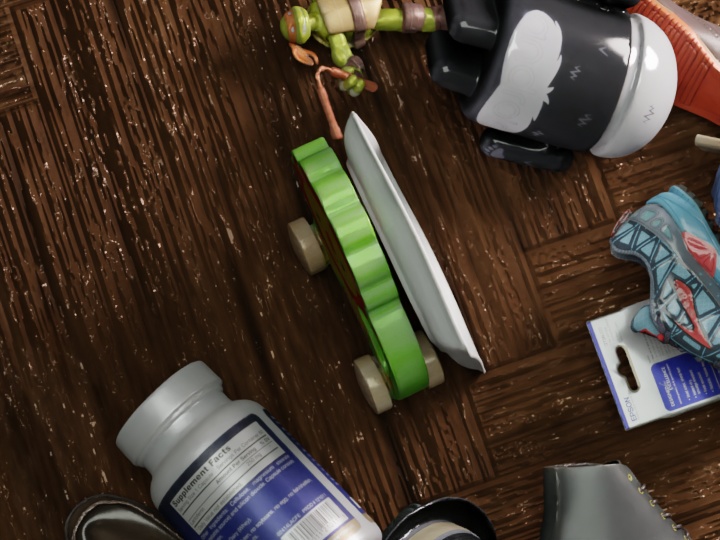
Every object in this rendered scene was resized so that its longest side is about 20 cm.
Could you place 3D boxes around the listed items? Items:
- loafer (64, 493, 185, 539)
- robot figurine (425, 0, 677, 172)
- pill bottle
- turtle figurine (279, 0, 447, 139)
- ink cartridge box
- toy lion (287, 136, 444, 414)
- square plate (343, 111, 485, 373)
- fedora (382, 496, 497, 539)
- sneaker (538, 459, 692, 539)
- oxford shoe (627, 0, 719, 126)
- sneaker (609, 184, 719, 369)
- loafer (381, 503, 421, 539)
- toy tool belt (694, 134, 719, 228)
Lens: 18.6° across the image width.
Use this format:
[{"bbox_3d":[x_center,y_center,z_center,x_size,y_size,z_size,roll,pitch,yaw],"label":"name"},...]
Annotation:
[{"bbox_3d":[-0.142,0.240,1.700,0.200,0.071,0.073,34,79,5],"label":"loafer"},{"bbox_3d":[0.154,-0.164,1.757,0.199,0.150,0.125,15,68,-12],"label":"robot figurine"},{"bbox_3d":[-0.089,0.172,1.691,0.116,0.116,0.200,-42,78,-9],"label":"pill bottle"},{"bbox_3d":[0.002,-0.204,1.797,0.161,0.064,0.201,-15,71,-13],"label":"turtle figurine"},{"bbox_3d":[0.288,0.055,1.771,0.199,0.037,0.095,-18,81,-8],"label":"ink cartridge box"},{"bbox_3d":[0.000,0.000,1.691,0.069,0.192,0.200,-25,81,-6],"label":"toy lion"},{"bbox_3d":[0.039,-0.013,1.695,0.028,0.198,0.200,-26,81,3],"label":"square plate"},{"bbox_3d":[0.070,0.273,1.641,0.091,0.200,0.201,13,75,39],"label":"fedora"},{"bbox_3d":[0.229,0.200,1.692,0.199,0.075,0.107,4,84,-26],"label":"sneaker"},{"bbox_3d":[0.293,-0.168,1.810,0.200,0.071,0.073,44,53,9],"label":"oxford shoe"},{"bbox_3d":[0.262,0.038,1.728,0.095,0.079,0.200,-27,72,2],"label":"sneaker"},{"bbox_3d":[0.012,0.279,1.708,0.063,0.072,0.200,33,86,-14],"label":"loafer"},{"bbox_3d":[0.310,-0.061,1.685,0.123,0.200,0.125,34,100,1],"label":"toy tool belt"}]
